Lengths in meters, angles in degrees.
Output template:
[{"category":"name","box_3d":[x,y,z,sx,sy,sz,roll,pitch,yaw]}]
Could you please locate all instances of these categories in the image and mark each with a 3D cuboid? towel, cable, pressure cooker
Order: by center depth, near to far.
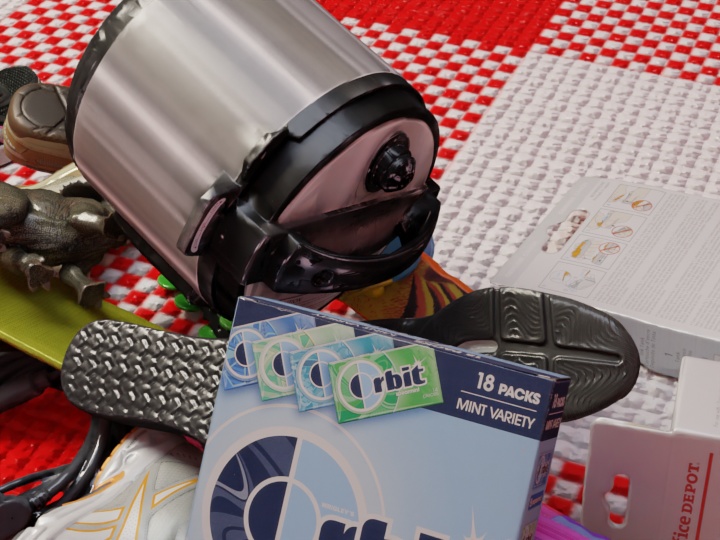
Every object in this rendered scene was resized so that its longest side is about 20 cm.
[{"category":"pressure cooker","box_3d":[-0.052,-0.063,0.815,0.176,0.179,0.200,-43,69,-15]},{"category":"cable","box_3d":[-0.228,0.111,0.856,0.198,0.051,0.163,-27,37,-20]},{"category":"towel","box_3d":[-0.162,0.041,0.869,0.198,0.018,0.086,24,23,11]}]

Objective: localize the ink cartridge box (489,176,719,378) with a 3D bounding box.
[{"category":"ink cartridge box","box_3d":[0.213,0.006,0.994,0.198,0.051,0.162,12,38,31]}]

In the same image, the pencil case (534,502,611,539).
[{"category":"pencil case","box_3d":[0.067,0.153,0.755,0.198,0.089,0.088,24,43,28]}]

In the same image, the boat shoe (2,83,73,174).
[{"category":"boat shoe","box_3d":[-0.178,-0.091,1.105,0.197,0.076,0.072,15,53,-16]}]

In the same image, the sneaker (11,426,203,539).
[{"category":"sneaker","box_3d":[-0.126,0.162,0.764,0.091,0.076,0.200,20,43,20]}]

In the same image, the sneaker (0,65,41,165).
[{"category":"sneaker","box_3d":[-0.327,-0.124,1.140,0.079,0.087,0.200,17,39,20]}]

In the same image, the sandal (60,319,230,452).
[{"category":"sandal","box_3d":[-0.077,0.072,0.796,0.198,0.045,0.076,13,75,26]}]

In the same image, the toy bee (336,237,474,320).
[{"category":"toy bee","box_3d":[0.000,0.000,0.955,0.109,0.131,0.201,-43,60,9]}]

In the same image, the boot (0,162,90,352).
[{"category":"boot","box_3d":[-0.197,-0.008,0.995,0.198,0.073,0.155,-16,40,-17]}]

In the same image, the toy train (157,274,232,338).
[{"category":"toy train","box_3d":[-0.079,0.033,0.963,0.056,0.042,0.200,-11,36,-30]}]

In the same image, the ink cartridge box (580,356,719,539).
[{"category":"ink cartridge box","box_3d":[0.224,0.118,0.771,0.197,0.117,0.067,10,38,14]}]

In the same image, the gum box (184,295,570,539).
[{"category":"gum box","box_3d":[-0.001,0.130,0.706,0.168,0.203,0.044,13,2,20]}]

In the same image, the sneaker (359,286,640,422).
[{"category":"sneaker","box_3d":[0.080,0.057,0.835,0.198,0.077,0.115,-5,-11,30]}]

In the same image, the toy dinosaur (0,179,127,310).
[{"category":"toy dinosaur","box_3d":[-0.208,-0.027,0.893,0.198,0.078,0.102,-4,20,-32]}]
